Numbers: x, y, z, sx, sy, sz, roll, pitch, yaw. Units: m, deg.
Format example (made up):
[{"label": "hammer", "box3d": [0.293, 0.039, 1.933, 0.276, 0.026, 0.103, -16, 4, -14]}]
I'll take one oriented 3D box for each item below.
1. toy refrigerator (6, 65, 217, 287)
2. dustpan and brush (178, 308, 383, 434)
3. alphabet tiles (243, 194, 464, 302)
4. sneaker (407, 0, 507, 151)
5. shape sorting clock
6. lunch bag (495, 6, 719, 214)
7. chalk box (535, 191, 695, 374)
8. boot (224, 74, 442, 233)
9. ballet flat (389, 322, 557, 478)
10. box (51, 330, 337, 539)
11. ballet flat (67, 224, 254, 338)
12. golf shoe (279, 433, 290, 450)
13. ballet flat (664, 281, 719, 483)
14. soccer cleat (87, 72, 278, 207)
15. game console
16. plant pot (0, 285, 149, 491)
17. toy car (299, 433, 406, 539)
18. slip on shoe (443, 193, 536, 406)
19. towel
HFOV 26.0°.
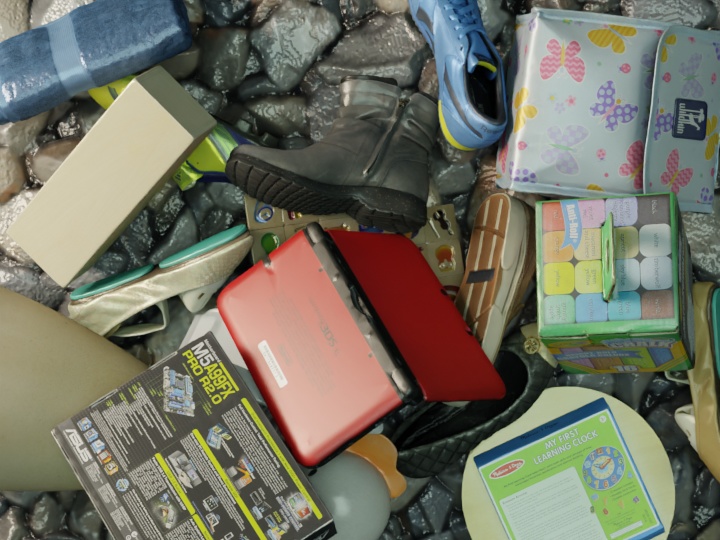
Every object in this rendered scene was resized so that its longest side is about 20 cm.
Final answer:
[{"label": "toy refrigerator", "box3d": [-0.223, -0.084, 1.400, 0.076, 0.070, 0.200, 43, 113, -2]}, {"label": "dustpan and brush", "box3d": [-0.076, 0.111, 1.357, 0.199, 0.057, 0.140, 22, 58, 4]}, {"label": "alphabet tiles", "box3d": [0.000, 0.000, 1.441, 0.198, 0.008, 0.169, -8, 88, -15]}, {"label": "sneaker", "box3d": [0.096, -0.211, 1.415, 0.065, 0.078, 0.202, -9, 81, -23]}, {"label": "shape sorting clock", "box3d": [0.194, 0.209, 1.458, 0.198, 0.039, 0.202, 0, 89, 3]}, {"label": "lunch bag", "box3d": [0.234, -0.144, 1.410, 0.198, 0.127, 0.171, 8, 94, -6]}, {"label": "chalk box", "box3d": [0.219, 0.009, 1.351, 0.123, 0.200, 0.126, -3, 73, 17]}, {"label": "boot", "box3d": [-0.023, -0.118, 1.418, 0.199, 0.070, 0.133, 14, 72, -21]}, {"label": "ballet flat", "box3d": [0.109, 0.121, 1.441, 0.200, 0.057, 0.067, -42, 64, 0]}, {"label": "box", "box3d": [-0.138, 0.174, 1.286, 0.160, 0.044, 0.200, -32, 69, -11]}, {"label": "ballet flat", "box3d": [-0.174, 0.017, 1.429, 0.199, 0.067, 0.063, -20, 103, 20]}, {"label": "golf shoe", "box3d": [-0.044, 0.130, 1.447, 0.198, 0.077, 0.089, -9, 127, -12]}, {"label": "ballet flat", "box3d": [0.320, 0.112, 1.456, 0.063, 0.069, 0.202, -8, 89, 27]}, {"label": "soccer cleat", "box3d": [-0.168, -0.122, 1.434, 0.199, 0.065, 0.084, 25, 93, -2]}, {"label": "game console", "box3d": [-0.002, 0.066, 1.363, 0.172, 0.119, 0.201, -36, 56, 7]}, {"label": "plant pot", "box3d": [-0.274, 0.122, 1.396, 0.199, 0.187, 0.189, 16, 91, -16]}, {"label": "toy car", "box3d": [-0.051, 0.213, 1.374, 0.176, 0.184, 0.201, 36, 97, -1]}, {"label": "slip on shoe", "box3d": [0.122, 0.031, 1.432, 0.060, 0.076, 0.202, 23, 75, -34]}, {"label": "towel", "box3d": [-0.251, -0.201, 1.408, 0.199, 0.112, 0.049, -22, 127, 0]}]
